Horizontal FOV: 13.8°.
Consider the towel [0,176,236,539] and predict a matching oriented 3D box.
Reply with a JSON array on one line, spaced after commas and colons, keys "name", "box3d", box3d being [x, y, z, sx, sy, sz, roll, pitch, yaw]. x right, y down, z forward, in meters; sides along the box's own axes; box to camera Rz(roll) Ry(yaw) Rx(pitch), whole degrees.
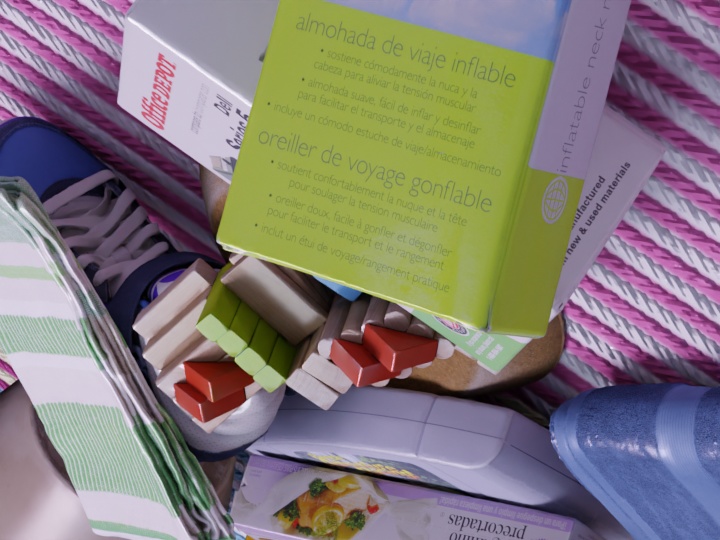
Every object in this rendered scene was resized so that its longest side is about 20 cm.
[{"name": "towel", "box3d": [-0.142, 0.046, 1.416, 0.201, 0.023, 0.152, 60, 157, -14]}]

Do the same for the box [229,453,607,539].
[{"name": "box", "box3d": [0.026, 0.126, 1.426, 0.199, 0.039, 0.041, 9, 164, 37]}]

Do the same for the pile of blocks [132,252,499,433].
[{"name": "pile of blocks", "box3d": [-0.011, 0.020, 1.284, 0.199, 0.062, 0.082, -16, 117, 20]}]

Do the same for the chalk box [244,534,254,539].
[{"name": "chalk box", "box3d": [0.033, 0.212, 1.554, 0.199, 0.124, 0.125, 27, 164, -23]}]

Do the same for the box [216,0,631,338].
[{"name": "box", "box3d": [0.030, -0.088, 1.046, 0.122, 0.201, 0.048, 17, -175, 33]}]

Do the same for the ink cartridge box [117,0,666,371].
[{"name": "ink cartridge box", "box3d": [0.006, -0.058, 1.176, 0.200, 0.084, 0.146, 35, 168, 1]}]

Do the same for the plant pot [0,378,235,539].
[{"name": "plant pot", "box3d": [-0.151, 0.130, 1.634, 0.200, 0.200, 0.174, 35, 139, 0]}]

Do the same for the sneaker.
[{"name": "sneaker", "box3d": [-0.104, -0.002, 1.411, 0.201, 0.080, 0.146, 60, 153, 1]}]

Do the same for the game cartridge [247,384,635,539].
[{"name": "game cartridge", "box3d": [0.035, 0.095, 1.449, 0.133, 0.041, 0.200, 35, 160, -33]}]

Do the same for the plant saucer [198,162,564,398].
[{"name": "plant saucer", "box3d": [0.000, 0.000, 1.370, 0.200, 0.035, 0.201, 28, 153, 15]}]

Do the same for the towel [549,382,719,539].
[{"name": "towel", "box3d": [0.177, 0.090, 1.288, 0.112, 0.049, 0.200, 47, 154, -26]}]
